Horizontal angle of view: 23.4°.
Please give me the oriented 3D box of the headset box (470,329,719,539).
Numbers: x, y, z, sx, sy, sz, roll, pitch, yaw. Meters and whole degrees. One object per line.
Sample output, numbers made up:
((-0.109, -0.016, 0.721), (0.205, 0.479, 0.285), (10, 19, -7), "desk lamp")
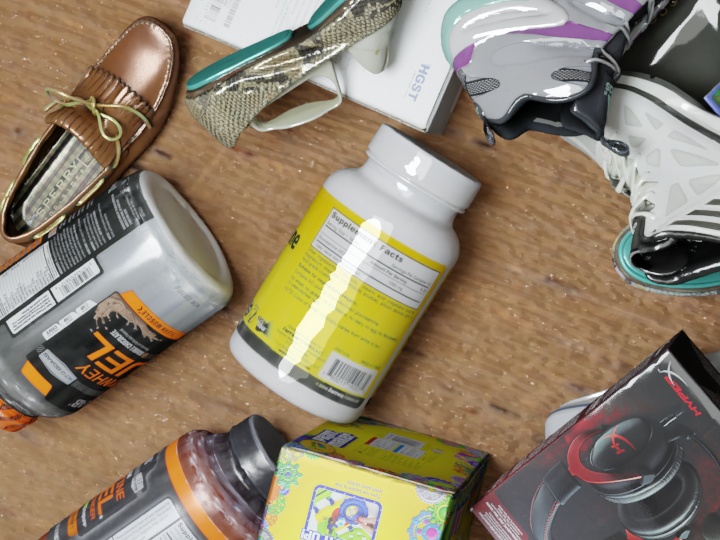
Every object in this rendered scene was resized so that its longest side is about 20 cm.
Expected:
((0.184, 0.162, 1.168), (0.200, 0.075, 0.149), (-41, 84, 20), "headset box")

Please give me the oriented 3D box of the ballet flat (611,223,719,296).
((0.272, -0.024, 1.220), (0.199, 0.072, 0.072), (-15, 89, -1), "ballet flat")

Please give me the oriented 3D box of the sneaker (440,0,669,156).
((0.165, -0.142, 1.163), (0.199, 0.078, 0.140), (-23, 66, 9), "sneaker")

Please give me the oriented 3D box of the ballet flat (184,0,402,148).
((-0.029, -0.151, 1.209), (0.200, 0.068, 0.075), (-33, 108, 16), "ballet flat")

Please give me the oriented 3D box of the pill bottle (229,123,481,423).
((0.000, 0.000, 1.255), (0.112, 0.112, 0.200), (33, 97, 8), "pill bottle")

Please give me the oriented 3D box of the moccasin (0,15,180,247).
((-0.207, -0.104, 1.308), (0.074, 0.078, 0.201), (43, 99, 7), "moccasin")

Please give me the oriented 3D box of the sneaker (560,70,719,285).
((0.190, -0.062, 1.166), (0.200, 0.076, 0.115), (25, 58, 35), "sneaker")

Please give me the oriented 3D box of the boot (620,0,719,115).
((0.226, -0.199, 1.227), (0.138, 0.077, 0.201), (-11, 89, 16), "boot")

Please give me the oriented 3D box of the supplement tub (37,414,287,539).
((-0.138, 0.190, 1.292), (0.200, 0.107, 0.107), (-35, 85, 9), "supplement tub")

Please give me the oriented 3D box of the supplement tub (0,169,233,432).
((-0.205, 0.026, 1.290), (0.200, 0.122, 0.123), (-35, 85, 11), "supplement tub")

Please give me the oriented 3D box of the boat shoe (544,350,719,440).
((0.229, 0.089, 1.243), (0.199, 0.074, 0.066), (-8, 61, 4), "boat shoe")

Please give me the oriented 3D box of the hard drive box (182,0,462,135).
((-0.005, -0.208, 1.267), (0.199, 0.077, 0.156), (25, 97, 9), "hard drive box")

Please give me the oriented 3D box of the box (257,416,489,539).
((0.000, 0.217, 1.218), (0.121, 0.200, 0.193), (15, 94, 10), "box")

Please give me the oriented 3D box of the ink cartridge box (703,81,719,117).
((0.340, -0.143, 1.177), (0.200, 0.042, 0.119), (-44, 98, -10), "ink cartridge box")
